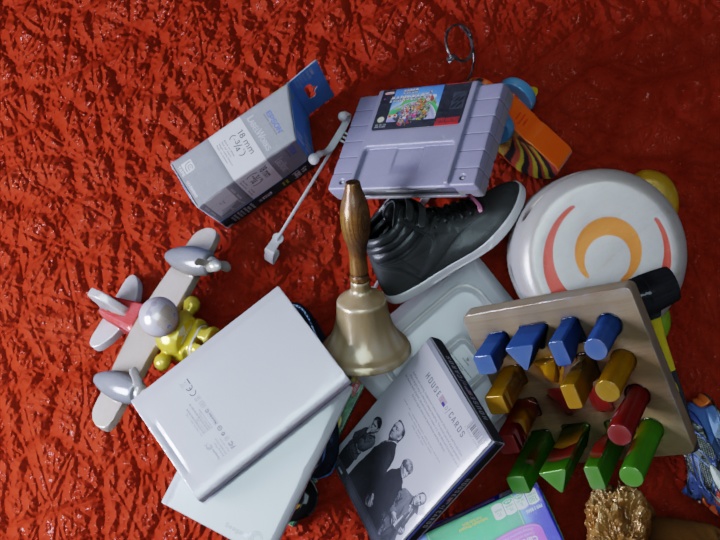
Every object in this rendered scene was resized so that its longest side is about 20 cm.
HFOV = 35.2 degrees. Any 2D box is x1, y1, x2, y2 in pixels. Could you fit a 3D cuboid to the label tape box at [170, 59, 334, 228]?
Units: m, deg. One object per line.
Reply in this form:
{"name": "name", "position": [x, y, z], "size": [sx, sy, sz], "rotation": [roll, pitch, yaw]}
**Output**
{"name": "label tape box", "position": [-0.105, -0.139, 1.304], "size": [0.199, 0.144, 0.064], "rotation": [-35, 80, 2]}

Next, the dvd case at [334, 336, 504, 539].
{"name": "dvd case", "position": [0.056, 0.196, 1.235], "size": [0.201, 0.025, 0.151], "rotation": [-51, 48, 24]}

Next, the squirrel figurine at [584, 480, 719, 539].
{"name": "squirrel figurine", "position": [0.294, 0.318, 1.173], "size": [0.200, 0.186, 0.142], "rotation": [46, 115, 19]}

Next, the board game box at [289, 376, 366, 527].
{"name": "board game box", "position": [-0.075, 0.184, 1.326], "size": [0.104, 0.023, 0.202], "rotation": [26, 87, 6]}

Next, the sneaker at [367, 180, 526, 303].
{"name": "sneaker", "position": [0.088, -0.056, 1.253], "size": [0.199, 0.071, 0.100], "rotation": [-36, 122, 1]}

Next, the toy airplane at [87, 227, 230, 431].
{"name": "toy airplane", "position": [-0.229, 0.062, 1.295], "size": [0.196, 0.141, 0.202], "rotation": [-18, 69, -4]}

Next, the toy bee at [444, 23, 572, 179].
{"name": "toy bee", "position": [0.152, -0.186, 1.315], "size": [0.130, 0.108, 0.202], "rotation": [-27, 94, -28]}

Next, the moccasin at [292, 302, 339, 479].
{"name": "moccasin", "position": [-0.058, 0.131, 1.284], "size": [0.079, 0.068, 0.203], "rotation": [-17, 80, 4]}

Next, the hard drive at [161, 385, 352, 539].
{"name": "hard drive", "position": [-0.109, 0.188, 1.223], "size": [0.130, 0.026, 0.202], "rotation": [26, 76, 5]}

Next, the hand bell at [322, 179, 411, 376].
{"name": "hand bell", "position": [0.000, 0.000, 1.214], "size": [0.102, 0.104, 0.203], "rotation": [0, 117, 6]}

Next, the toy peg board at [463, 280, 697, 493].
{"name": "toy peg board", "position": [0.213, 0.134, 1.171], "size": [0.198, 0.098, 0.201], "rotation": [-12, 113, 36]}

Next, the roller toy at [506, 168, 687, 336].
{"name": "roller toy", "position": [0.256, -0.020, 1.251], "size": [0.179, 0.140, 0.203], "rotation": [9, 92, 0]}

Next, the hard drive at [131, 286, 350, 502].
{"name": "hard drive", "position": [-0.127, 0.130, 1.208], "size": [0.199, 0.025, 0.132], "rotation": [-38, 73, -6]}

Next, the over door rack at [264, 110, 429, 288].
{"name": "over door rack", "position": [-0.007, -0.069, 1.324], "size": [0.146, 0.067, 0.202], "rotation": [29, 87, 10]}

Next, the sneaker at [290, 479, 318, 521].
{"name": "sneaker", "position": [-0.142, 0.223, 1.271], "size": [0.198, 0.090, 0.071], "rotation": [28, 86, 11]}

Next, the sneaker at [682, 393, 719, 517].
{"name": "sneaker", "position": [0.396, 0.240, 1.247], "size": [0.078, 0.075, 0.202], "rotation": [-28, 73, 12]}

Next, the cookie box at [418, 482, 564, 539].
{"name": "cookie box", "position": [0.160, 0.359, 1.251], "size": [0.169, 0.075, 0.202], "rotation": [-25, 81, 4]}

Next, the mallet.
{"name": "mallet", "position": [0.307, 0.099, 1.176], "size": [0.065, 0.041, 0.203], "rotation": [-13, 103, -4]}

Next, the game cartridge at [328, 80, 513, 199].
{"name": "game cartridge", "position": [0.063, -0.141, 1.235], "size": [0.198, 0.038, 0.131], "rotation": [1, 68, 39]}

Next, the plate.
{"name": "plate", "position": [0.114, 0.109, 1.298], "size": [0.199, 0.032, 0.200], "rotation": [-40, 83, -4]}
